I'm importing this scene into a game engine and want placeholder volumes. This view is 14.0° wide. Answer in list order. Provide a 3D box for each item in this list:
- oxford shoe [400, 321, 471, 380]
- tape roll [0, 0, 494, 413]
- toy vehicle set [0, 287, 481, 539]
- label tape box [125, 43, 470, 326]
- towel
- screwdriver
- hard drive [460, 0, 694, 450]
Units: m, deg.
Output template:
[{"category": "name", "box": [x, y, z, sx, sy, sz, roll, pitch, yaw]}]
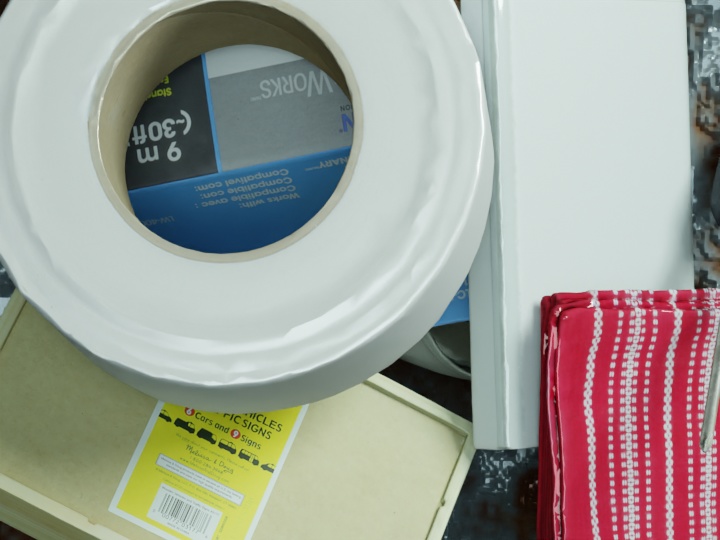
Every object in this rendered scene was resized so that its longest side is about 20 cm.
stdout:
[{"category": "oxford shoe", "box": [0.000, 0.000, 1.252, 0.199, 0.058, 0.076, 19, 94, 0]}, {"category": "tape roll", "box": [-0.049, -0.048, 1.133, 0.201, 0.071, 0.204, -1, 79, 5]}, {"category": "toy vehicle set", "box": [-0.061, 0.073, 1.171, 0.199, 0.027, 0.125, 28, 57, -4]}, {"category": "label tape box", "box": [-0.033, -0.071, 1.212, 0.143, 0.063, 0.202, -11, 79, 11]}, {"category": "towel", "box": [0.153, 0.080, 1.225, 0.199, 0.022, 0.146, -1, 94, -34]}, {"category": "screwdriver", "box": [0.153, 0.008, 1.206, 0.028, 0.201, 0.029, 5, 136, 10]}, {"category": "hard drive", "box": [0.093, -0.031, 1.226, 0.026, 0.131, 0.202, -1, 92, 43]}]
